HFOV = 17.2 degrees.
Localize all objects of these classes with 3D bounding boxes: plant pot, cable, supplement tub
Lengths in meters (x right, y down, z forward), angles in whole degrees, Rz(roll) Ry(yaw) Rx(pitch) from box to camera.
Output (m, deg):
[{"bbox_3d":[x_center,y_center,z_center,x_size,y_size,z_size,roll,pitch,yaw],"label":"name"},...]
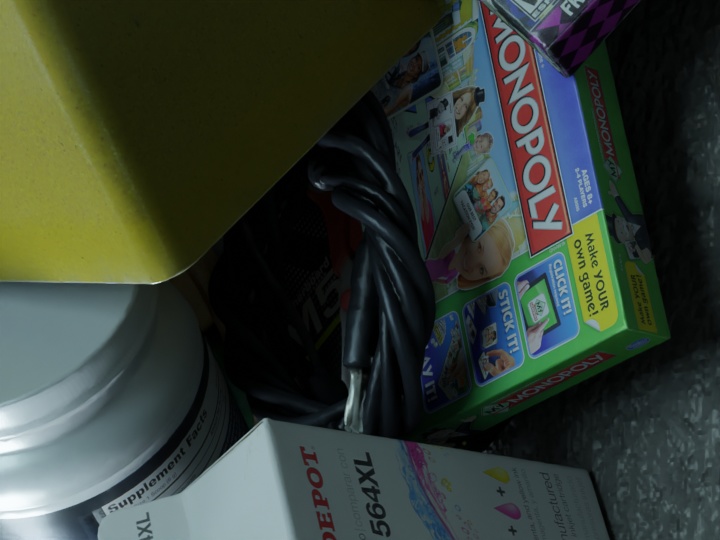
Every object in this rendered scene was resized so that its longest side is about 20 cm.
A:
[{"bbox_3d":[-0.122,-0.125,0.990,0.200,0.177,0.200,1,36,43],"label":"plant pot"},{"bbox_3d":[-0.021,-0.003,1.026,0.163,0.051,0.200,110,153,-45],"label":"cable"},{"bbox_3d":[-0.121,0.082,1.066,0.140,0.200,0.140,-12,42,11],"label":"supplement tub"}]

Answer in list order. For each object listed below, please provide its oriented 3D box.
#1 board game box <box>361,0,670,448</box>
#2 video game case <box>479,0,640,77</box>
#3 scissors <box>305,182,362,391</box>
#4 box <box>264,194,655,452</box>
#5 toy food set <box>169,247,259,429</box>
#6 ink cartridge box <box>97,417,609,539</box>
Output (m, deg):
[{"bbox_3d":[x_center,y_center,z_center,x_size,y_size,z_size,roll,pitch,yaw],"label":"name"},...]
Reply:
[{"bbox_3d":[0.054,-0.040,1.007,0.135,0.029,0.200,-32,58,41],"label":"board game box"},{"bbox_3d":[0.090,-0.208,0.981,0.200,0.036,0.181,-46,61,4],"label":"video game case"},{"bbox_3d":[0.000,0.000,1.080,0.073,0.014,0.200,-33,52,40],"label":"scissors"},{"bbox_3d":[0.029,-0.012,1.095,0.200,0.047,0.193,-50,46,31],"label":"box"},{"bbox_3d":[-0.112,0.017,1.190,0.200,0.049,0.198,24,142,54],"label":"toy food set"},{"bbox_3d":[-0.002,0.152,0.960,0.125,0.200,0.129,-43,49,37],"label":"ink cartridge box"}]
